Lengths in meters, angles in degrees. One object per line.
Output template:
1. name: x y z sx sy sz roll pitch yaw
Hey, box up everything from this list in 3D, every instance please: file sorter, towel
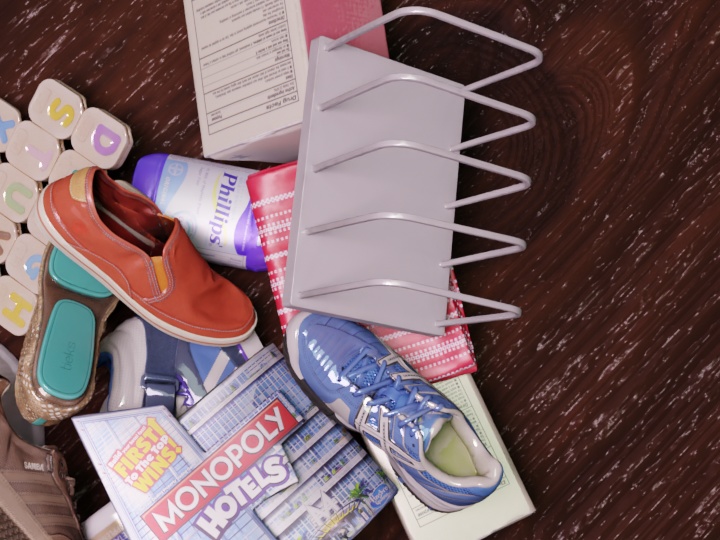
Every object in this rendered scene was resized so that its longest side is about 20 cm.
1. file sorter: 0.043 -0.065 0.872 0.138 0.124 0.201 12 78 -32
2. towel: 0.000 0.000 0.963 0.144 0.022 0.201 -15 84 0

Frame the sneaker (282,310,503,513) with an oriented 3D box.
1. sneaker: 0.029 0.096 0.898 0.200 0.077 0.076 42 66 -10

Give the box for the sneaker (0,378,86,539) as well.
1. sneaker: -0.231 0.168 0.891 0.076 0.070 0.201 -48 116 -41

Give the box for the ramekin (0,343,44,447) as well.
1. ramekin: -0.365 0.137 0.986 0.199 0.098 0.202 0 83 0

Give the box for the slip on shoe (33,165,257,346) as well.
1. slip on shoe: -0.151 -0.008 0.925 0.061 0.074 0.200 -32 123 31

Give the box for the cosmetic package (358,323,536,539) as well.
1. cosmetic package: 0.051 0.124 0.996 0.105 0.071 0.201 -24 84 -3

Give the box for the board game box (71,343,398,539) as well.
1. board game box: -0.106 0.152 0.897 0.200 0.062 0.200 -41 87 -14

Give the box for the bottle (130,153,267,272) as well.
1. bottle: -0.092 -0.042 1.018 0.199 0.065 0.084 11 83 2

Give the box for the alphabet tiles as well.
1. alphabet tiles: -0.268 -0.052 1.012 0.195 0.015 0.201 34 101 16

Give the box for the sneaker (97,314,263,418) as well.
1. sneaker: -0.132 0.121 0.977 0.146 0.081 0.201 -24 75 -21

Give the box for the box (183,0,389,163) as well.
1. box: -0.060 -0.198 0.989 0.127 0.109 0.201 -13 83 40

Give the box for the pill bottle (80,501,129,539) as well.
1. pill bottle: -0.131 0.260 0.961 0.115 0.116 0.200 -36 85 -3

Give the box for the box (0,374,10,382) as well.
1. box: -0.391 0.102 0.919 0.199 0.044 0.161 30 85 4

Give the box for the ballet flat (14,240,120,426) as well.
1. ballet flat: -0.221 0.031 0.921 0.070 0.065 0.201 28 44 -19
